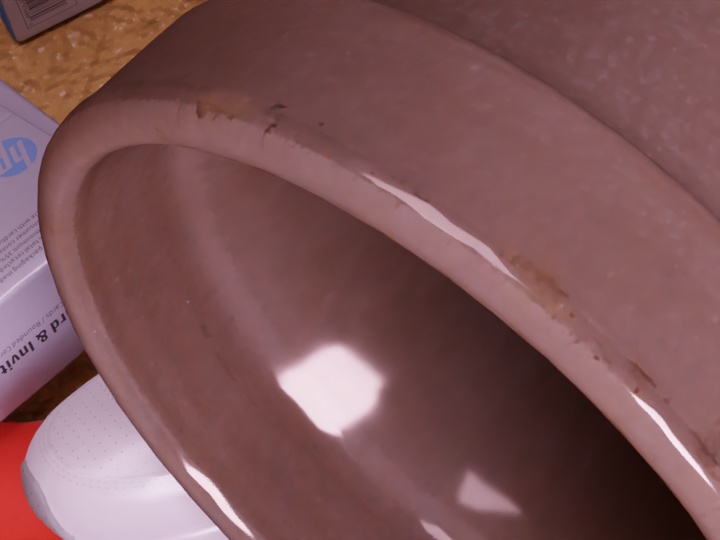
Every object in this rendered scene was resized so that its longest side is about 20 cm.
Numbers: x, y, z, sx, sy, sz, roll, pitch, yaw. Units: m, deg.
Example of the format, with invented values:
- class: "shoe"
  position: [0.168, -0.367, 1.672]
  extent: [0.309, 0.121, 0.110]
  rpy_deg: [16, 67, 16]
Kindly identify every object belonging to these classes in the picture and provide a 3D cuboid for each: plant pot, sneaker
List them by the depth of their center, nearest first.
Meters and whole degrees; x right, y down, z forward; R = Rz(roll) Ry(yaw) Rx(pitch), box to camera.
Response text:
- class: "plant pot"
  position: [0.060, -0.013, 0.597]
  extent: [0.200, 0.200, 0.175]
  rpy_deg: [29, 63, 29]
- class: "sneaker"
  position: [0.000, 0.000, 0.706]
  extent: [0.200, 0.080, 0.070]
  rpy_deg: [-29, 42, -12]

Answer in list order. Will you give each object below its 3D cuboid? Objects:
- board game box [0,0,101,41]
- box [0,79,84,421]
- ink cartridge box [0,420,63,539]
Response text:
- class: "board game box"
  position: [-0.135, -0.178, 0.800]
  extent: [0.034, 0.200, 0.135]
  rpy_deg: [-27, 53, -8]
- class: "box"
  position: [-0.172, -0.010, 0.778]
  extent: [0.156, 0.041, 0.200]
  rpy_deg: [-41, 51, -17]
- class: "ink cartridge box"
  position: [-0.047, 0.112, 0.661]
  extent: [0.160, 0.047, 0.200]
  rpy_deg: [1, 56, 13]
